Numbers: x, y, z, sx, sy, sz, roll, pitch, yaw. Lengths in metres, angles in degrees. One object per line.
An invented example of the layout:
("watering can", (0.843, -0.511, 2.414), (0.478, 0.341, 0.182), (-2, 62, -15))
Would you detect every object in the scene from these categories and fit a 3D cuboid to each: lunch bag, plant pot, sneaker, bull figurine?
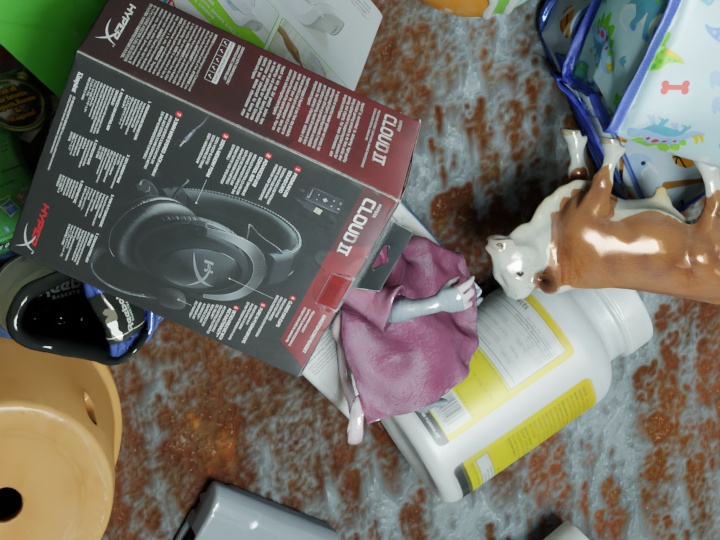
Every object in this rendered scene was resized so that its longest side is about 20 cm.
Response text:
("lunch bag", (0.254, -0.175, 1.030), (0.169, 0.128, 0.201), (13, 118, -21))
("plant pot", (-0.241, 0.123, 1.007), (0.199, 0.140, 0.201), (-8, 112, -21))
("lunch bag", (0.220, -0.148, 1.143), (0.160, 0.076, 0.200), (-32, 117, -4))
("sneaker", (-0.132, 0.009, 0.945), (0.199, 0.115, 0.081), (-19, 112, -17))
("bull figurine", (0.183, -0.032, 1.101), (0.199, 0.065, 0.122), (7, 99, -13))

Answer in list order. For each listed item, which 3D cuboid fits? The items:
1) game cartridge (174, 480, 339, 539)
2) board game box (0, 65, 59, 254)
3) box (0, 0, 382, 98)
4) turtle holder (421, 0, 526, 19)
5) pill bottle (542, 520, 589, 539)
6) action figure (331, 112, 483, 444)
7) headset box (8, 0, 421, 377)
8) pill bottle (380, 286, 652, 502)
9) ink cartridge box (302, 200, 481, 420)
("game cartridge", (-0.103, 0.267, 1.176), (0.133, 0.042, 0.201), (26, 97, -24))
("board game box", (-0.198, -0.073, 0.943), (0.200, 0.023, 0.105), (-26, 79, -40))
("box", (-0.098, -0.154, 0.927), (0.097, 0.177, 0.200), (-30, 119, 35))
("turtle holder", (0.080, -0.252, 1.022), (0.140, 0.186, 0.132), (1, 153, 5))
("pill bottle", (0.123, 0.300, 1.238), (0.200, 0.114, 0.114), (-41, 119, -4))
("action figure", (0.000, 0.000, 0.996), (0.149, 0.134, 0.200), (-28, 139, 18))
("headset box", (-0.071, -0.041, 0.846), (0.199, 0.077, 0.149), (23, 131, -7))
("pill bottle", (0.113, 0.073, 1.154), (0.200, 0.112, 0.112), (-33, 118, -9))
("ink cartridge box", (-0.030, -0.012, 1.083), (0.136, 0.076, 0.200), (-45, 121, -2))
